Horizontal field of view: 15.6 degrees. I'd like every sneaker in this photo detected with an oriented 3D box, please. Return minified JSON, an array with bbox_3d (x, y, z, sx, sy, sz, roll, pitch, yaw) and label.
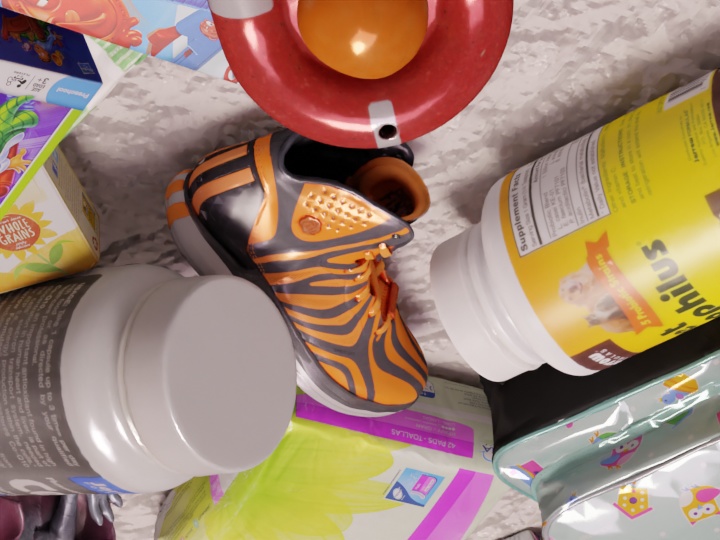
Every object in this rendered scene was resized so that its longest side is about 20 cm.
[{"bbox_3d":[0.000,0.000,1.339,0.112,0.078,0.200,-24,136,25],"label":"sneaker"}]

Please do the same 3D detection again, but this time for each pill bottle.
[{"bbox_3d":[0.136,-0.018,1.300,0.199,0.110,0.109,-27,135,26],"label":"pill bottle"},{"bbox_3d":[-0.135,0.056,1.321,0.199,0.114,0.114,-5,147,41],"label":"pill bottle"}]

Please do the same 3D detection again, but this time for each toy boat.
[{"bbox_3d":[-0.003,-0.125,1.046,0.130,0.131,0.201,-10,134,3],"label":"toy boat"}]

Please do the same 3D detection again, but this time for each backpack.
[{"bbox_3d":[0.180,0.098,1.415,0.175,0.154,0.200,-29,141,21],"label":"backpack"}]

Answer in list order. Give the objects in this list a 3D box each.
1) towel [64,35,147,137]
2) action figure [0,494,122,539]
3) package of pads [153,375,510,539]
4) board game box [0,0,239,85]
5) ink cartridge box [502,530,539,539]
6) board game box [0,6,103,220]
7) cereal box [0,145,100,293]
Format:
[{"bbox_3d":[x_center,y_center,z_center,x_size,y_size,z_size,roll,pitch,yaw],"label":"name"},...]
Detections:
[{"bbox_3d":[-0.164,-0.124,1.223,0.152,0.023,0.200,28,132,-31],"label":"towel"},{"bbox_3d":[-0.236,0.155,1.495,0.199,0.134,0.150,-3,110,42],"label":"action figure"},{"bbox_3d":[-0.021,0.131,1.503,0.154,0.069,0.200,14,137,-20],"label":"package of pads"},{"bbox_3d":[-0.071,-0.184,1.111,0.195,0.056,0.200,16,130,-22],"label":"board game box"},{"bbox_3d":[0.115,0.239,1.663,0.199,0.043,0.196,-24,135,21],"label":"ink cartridge box"},{"bbox_3d":[-0.230,-0.068,1.136,0.199,0.045,0.135,10,132,-41],"label":"board game box"},{"bbox_3d":[-0.224,-0.059,1.248,0.143,0.040,0.200,-14,136,10],"label":"cereal box"}]
